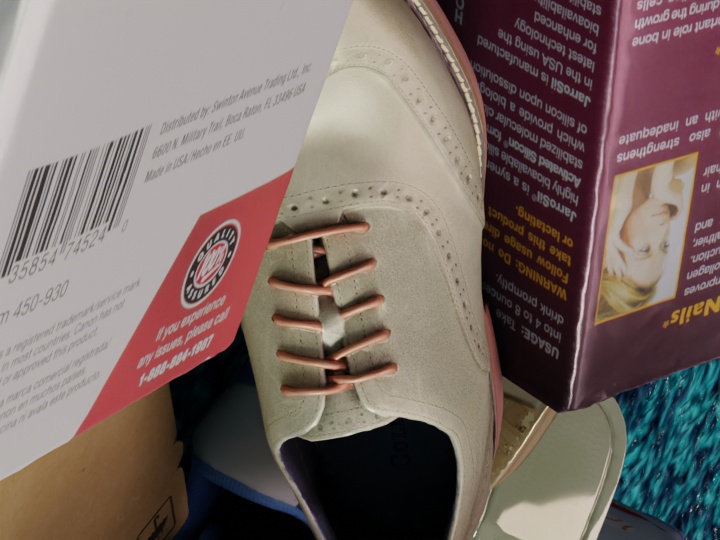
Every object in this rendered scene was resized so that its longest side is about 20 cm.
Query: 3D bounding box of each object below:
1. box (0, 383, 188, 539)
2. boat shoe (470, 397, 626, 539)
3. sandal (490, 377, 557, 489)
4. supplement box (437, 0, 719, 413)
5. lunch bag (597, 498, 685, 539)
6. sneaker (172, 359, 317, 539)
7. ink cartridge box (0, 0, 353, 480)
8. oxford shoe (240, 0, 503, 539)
[{"bbox_3d":[-0.110,0.085,0.678,0.200,0.021,0.164,-51,157,-28],"label":"box"},{"bbox_3d":[0.024,0.124,1.003,0.066,0.074,0.200,12,-101,67],"label":"boat shoe"},{"bbox_3d":[0.048,-0.005,0.876,0.070,0.078,0.212,-31,149,-58],"label":"sandal"},{"bbox_3d":[0.078,-0.077,0.756,0.110,0.086,0.201,-17,125,-34],"label":"supplement box"},{"bbox_3d":[0.059,0.172,1.095,0.200,0.075,0.160,-65,172,4],"label":"lunch bag"},{"bbox_3d":[-0.022,0.100,0.849,0.082,0.074,0.200,-41,144,-41],"label":"sneaker"},{"bbox_3d":[-0.055,-0.072,0.513,0.147,0.083,0.200,-29,143,-63],"label":"ink cartridge box"},{"bbox_3d":[0.000,0.000,0.697,0.074,0.071,0.200,-86,162,-52],"label":"oxford shoe"}]
